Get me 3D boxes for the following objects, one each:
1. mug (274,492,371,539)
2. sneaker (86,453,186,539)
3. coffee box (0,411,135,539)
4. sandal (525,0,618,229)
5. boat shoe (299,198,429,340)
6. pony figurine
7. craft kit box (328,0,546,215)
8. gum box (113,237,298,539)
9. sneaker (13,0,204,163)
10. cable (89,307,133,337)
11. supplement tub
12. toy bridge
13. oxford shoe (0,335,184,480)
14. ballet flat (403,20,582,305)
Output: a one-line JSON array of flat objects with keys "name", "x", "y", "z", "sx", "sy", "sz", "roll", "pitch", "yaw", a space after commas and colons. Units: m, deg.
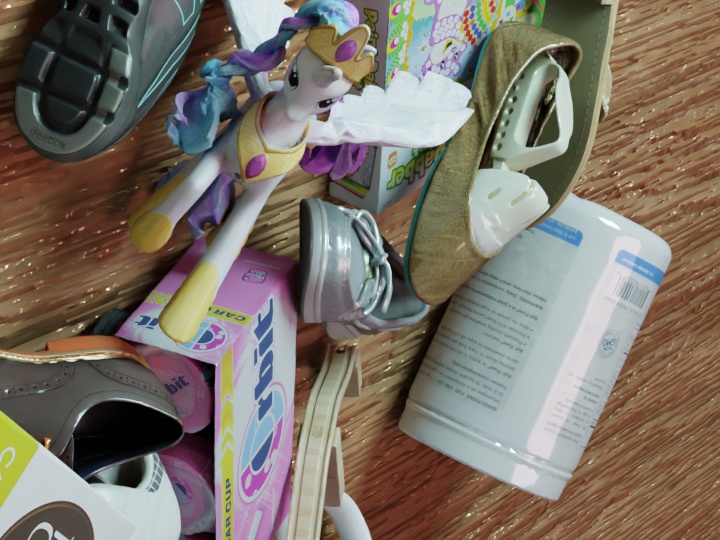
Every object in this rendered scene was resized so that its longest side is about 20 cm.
[{"name": "mug", "x": -0.015, "y": 0.246, "z": 1.454, "sx": 0.175, "sy": 0.148, "sz": 0.200, "roll": -11, "pitch": 91, "yaw": -64}, {"name": "sneaker", "x": -0.163, "y": 0.157, "z": 1.125, "sx": 0.200, "sy": 0.076, "sz": 0.081, "roll": -41, "pitch": 127, "yaw": -57}, {"name": "coffee box", "x": -0.254, "y": 0.115, "z": 0.899, "sx": 0.200, "sy": 0.200, "sz": 0.198, "roll": -57, "pitch": 149, "yaw": -13}, {"name": "sandal", "x": 0.143, "y": -0.127, "z": 1.395, "sx": 0.070, "sy": 0.078, "sz": 0.212, "roll": -3, "pitch": 110, "yaw": -51}, {"name": "boat shoe", "x": 0.000, "y": 0.002, "z": 1.298, "sx": 0.202, "sy": 0.065, "sz": 0.075, "roll": 61, "pitch": 27, "yaw": -74}, {"name": "pony figurine", "x": -0.041, "y": -0.079, "z": 1.144, "sx": 0.200, "sy": 0.166, "sz": 0.193, "roll": -51, "pitch": -173, "yaw": 26}, {"name": "craft kit box", "x": 0.059, "y": -0.162, "z": 1.354, "sx": 0.200, "sy": 0.048, "sz": 0.198, "roll": -35, "pitch": 141, "yaw": -42}, {"name": "gum box", "x": -0.089, "y": 0.098, "z": 1.254, "sx": 0.114, "sy": 0.066, "sz": 0.200, "roll": -54, "pitch": 153, "yaw": -52}, {"name": "sneaker", "x": -0.113, "y": -0.145, "z": 1.084, "sx": 0.200, "sy": 0.075, "sz": 0.079, "roll": -62, "pitch": 169, "yaw": -2}, {"name": "cable", "x": -0.158, "y": 0.124, "z": 1.207, "sx": 0.200, "sy": 0.050, "sz": 0.097, "roll": -60, "pitch": 151, "yaw": -10}, {"name": "supplement tub", "x": 0.123, "y": 0.047, "z": 1.518, "sx": 0.132, "sy": 0.132, "sz": 0.200, "roll": 25, "pitch": 90, "yaw": -60}, {"name": "toy bridge", "x": -0.026, "y": 0.121, "z": 1.342, "sx": 0.067, "sy": 0.027, "sz": 0.200, "roll": 88, "pitch": 10, "yaw": -46}, {"name": "oxford shoe", "x": -0.182, "y": 0.079, "z": 1.087, "sx": 0.200, "sy": 0.073, "sz": 0.071, "roll": -13, "pitch": 123, "yaw": -33}, {"name": "ballet flat", "x": 0.089, "y": -0.068, "z": 1.312, "sx": 0.068, "sy": 0.072, "sz": 0.200, "roll": 52, "pitch": 52, "yaw": -45}]
